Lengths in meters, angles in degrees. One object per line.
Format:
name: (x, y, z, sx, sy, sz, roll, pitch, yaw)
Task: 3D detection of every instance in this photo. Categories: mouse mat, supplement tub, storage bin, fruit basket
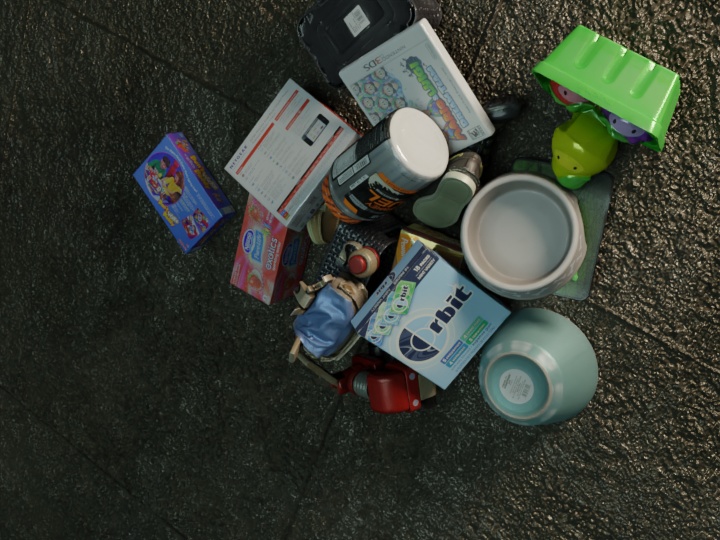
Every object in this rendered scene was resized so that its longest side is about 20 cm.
mouse mat: (0.292, -0.065, 1.353, 0.160, 0.008, 0.201, 13, 93, 17)
supplement tub: (0.033, -0.156, 1.372, 0.200, 0.122, 0.123, -32, 86, 48)
storage bin: (0.012, -0.401, 1.421, 0.200, 0.094, 0.135, -35, 84, 35)
fruit basket: (0.334, -0.215, 1.260, 0.215, 0.155, 0.217, -1, 86, 21)
storage bin: (0.000, 0.000, 1.521, 0.094, 0.135, 0.200, 34, 119, 19)

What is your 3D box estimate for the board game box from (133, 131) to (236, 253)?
board game box: (-0.352, -0.154, 1.751, 0.134, 0.045, 0.200, -39, 82, 33)

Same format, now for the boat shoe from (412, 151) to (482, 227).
boat shoe: (0.141, -0.125, 1.394, 0.072, 0.061, 0.201, 29, 159, -6)

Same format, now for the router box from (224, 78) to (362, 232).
router box: (-0.113, -0.199, 1.513, 0.179, 0.049, 0.200, 43, 100, 26)

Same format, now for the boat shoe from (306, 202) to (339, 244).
boat shoe: (-0.049, -0.138, 1.552, 0.066, 0.074, 0.201, 17, 112, 32)

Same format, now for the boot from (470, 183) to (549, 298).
boot: (0.259, -0.053, 1.398, 0.146, 0.070, 0.201, -10, 93, 24)

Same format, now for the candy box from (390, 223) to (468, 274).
candy box: (0.106, 0.035, 1.467, 0.115, 0.055, 0.201, 22, 113, 21)

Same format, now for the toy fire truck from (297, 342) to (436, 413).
toy fire truck: (0.006, 0.183, 1.510, 0.176, 0.199, 0.129, 11, 113, 57)

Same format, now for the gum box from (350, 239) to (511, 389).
gum box: (0.113, 0.073, 1.396, 0.200, 0.045, 0.170, 34, 101, -28)

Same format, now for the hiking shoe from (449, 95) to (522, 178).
hiking shoe: (0.188, -0.202, 1.398, 0.200, 0.076, 0.101, -27, 97, 43)

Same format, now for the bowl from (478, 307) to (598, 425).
bowl: (0.272, 0.170, 1.422, 0.200, 0.105, 0.202, 8, 107, 29)

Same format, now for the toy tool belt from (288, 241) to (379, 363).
toy tool belt: (-0.047, 0.058, 1.410, 0.125, 0.123, 0.200, 37, 119, 17)

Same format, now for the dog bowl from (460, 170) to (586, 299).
dog bowl: (0.243, -0.055, 1.334, 0.199, 0.059, 0.201, -1, 88, 16)

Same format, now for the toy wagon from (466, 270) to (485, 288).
toy wagon: (0.146, 0.054, 1.507, 0.200, 0.040, 0.155, -34, 85, 33)

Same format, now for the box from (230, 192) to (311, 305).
box: (-0.160, -0.053, 1.630, 0.102, 0.095, 0.201, 28, 116, 24)

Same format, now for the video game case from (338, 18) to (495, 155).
video game case: (0.084, -0.261, 1.354, 0.182, 0.024, 0.200, -21, 112, 43)
